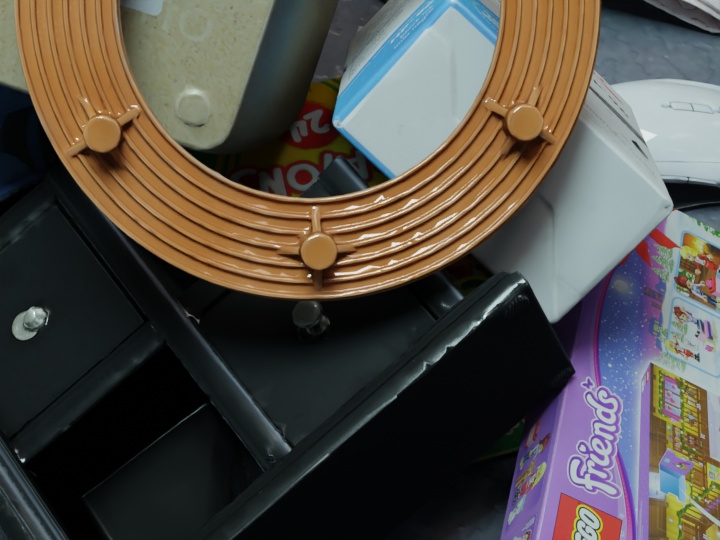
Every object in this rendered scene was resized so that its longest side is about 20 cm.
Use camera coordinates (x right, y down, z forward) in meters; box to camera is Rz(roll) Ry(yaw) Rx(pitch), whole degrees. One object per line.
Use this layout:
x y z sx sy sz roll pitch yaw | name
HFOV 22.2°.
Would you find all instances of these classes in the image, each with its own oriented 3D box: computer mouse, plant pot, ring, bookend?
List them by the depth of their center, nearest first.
-0.016 -0.089 0.612 0.199 0.202 0.019 -1 7 -4 | ring
-0.060 0.021 0.705 0.200 0.092 0.199 -39 61 -1 | bookend
-0.091 -0.152 0.709 0.199 0.201 0.177 19 20 -6 | plant pot
0.169 -0.066 0.885 0.198 0.044 0.110 -9 51 -11 | computer mouse

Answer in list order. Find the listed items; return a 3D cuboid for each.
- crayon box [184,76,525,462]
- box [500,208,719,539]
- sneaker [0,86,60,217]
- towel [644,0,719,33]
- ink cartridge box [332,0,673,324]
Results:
0.000 0.000 0.812 0.126 0.051 0.201 -15 52 -16 | crayon box
0.135 0.068 0.739 0.136 0.039 0.201 26 49 -10 | box
-0.155 -0.056 0.818 0.078 0.066 0.200 41 41 5 | sneaker
0.140 -0.249 0.949 0.190 0.032 0.201 22 73 -27 | towel
0.055 -0.068 0.752 0.116 0.068 0.200 42 14 -11 | ink cartridge box
